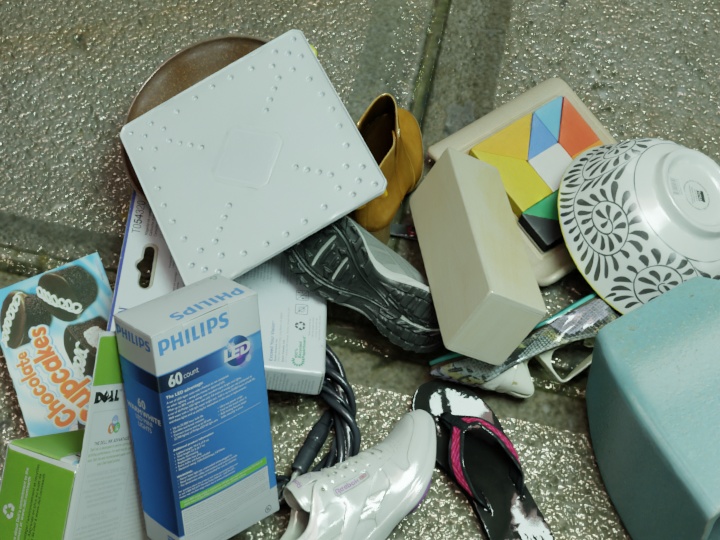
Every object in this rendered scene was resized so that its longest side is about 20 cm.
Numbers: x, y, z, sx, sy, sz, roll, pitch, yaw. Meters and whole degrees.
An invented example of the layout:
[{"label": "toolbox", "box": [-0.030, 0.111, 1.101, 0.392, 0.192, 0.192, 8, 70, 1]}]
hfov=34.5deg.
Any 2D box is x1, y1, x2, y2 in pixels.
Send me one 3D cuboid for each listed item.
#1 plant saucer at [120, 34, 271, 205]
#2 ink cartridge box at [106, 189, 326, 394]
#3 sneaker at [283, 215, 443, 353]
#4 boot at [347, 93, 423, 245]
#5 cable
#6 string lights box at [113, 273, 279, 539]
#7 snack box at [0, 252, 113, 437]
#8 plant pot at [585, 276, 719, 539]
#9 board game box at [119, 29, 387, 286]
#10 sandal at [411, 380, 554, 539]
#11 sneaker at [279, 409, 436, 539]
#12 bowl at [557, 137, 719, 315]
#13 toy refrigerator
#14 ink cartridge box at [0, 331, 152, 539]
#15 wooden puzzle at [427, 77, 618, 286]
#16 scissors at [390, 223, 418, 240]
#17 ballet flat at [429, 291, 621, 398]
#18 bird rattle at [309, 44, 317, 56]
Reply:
[{"label": "plant saucer", "box": [-0.133, -0.132, 1.115, 0.197, 0.037, 0.204, -5, 65, 12]}, {"label": "ink cartridge box", "box": [-0.129, 0.017, 1.088, 0.196, 0.044, 0.199, 7, 48, -7]}, {"label": "sneaker", "box": [0.000, 0.000, 1.093, 0.199, 0.079, 0.074, 39, 102, -13]}, {"label": "boot", "box": [0.027, -0.127, 1.143, 0.069, 0.145, 0.204, 10, 55, 6]}, {"label": "cable", "box": [-0.085, 0.119, 1.070, 0.160, 0.051, 0.203, -9, 62, -6]}, {"label": "string lights box", "box": [-0.127, 0.118, 0.926, 0.102, 0.203, 0.059, -22, 29, -37]}, {"label": "snack box", "box": [-0.267, 0.092, 1.086, 0.115, 0.037, 0.202, -21, 65, -12]}, {"label": "plant pot", "box": [0.299, 0.128, 1.004, 0.194, 0.198, 0.201, -26, 56, -15]}, {"label": "board game box", "box": [-0.100, -0.098, 1.058, 0.198, 0.026, 0.202, -29, 63, 1]}, {"label": "sandal", "box": [0.115, 0.179, 1.046, 0.074, 0.045, 0.201, -25, 66, -14]}, {"label": "sneaker", "box": [-0.005, 0.192, 1.005, 0.100, 0.075, 0.201, 43, 65, -12]}, {"label": "bowl", "box": [0.296, -0.056, 1.108, 0.198, 0.094, 0.204, 13, 59, -22]}, {"label": "toy refrigerator", "box": [0.107, -0.016, 1.076, 0.069, 0.076, 0.202, 19, 36, -25]}, {"label": "ink cartridge box", "box": [-0.215, 0.142, 0.950, 0.075, 0.147, 0.204, 11, 92, 23]}, {"label": "wooden puzzle", "box": [0.195, -0.101, 1.193, 0.184, 0.037, 0.201, -31, 67, -21]}, {"label": "scissors", "box": [0.067, -0.042, 1.182, 0.197, 0.014, 0.074, 19, 64, 10]}, {"label": "ballet flat", "box": [0.163, 0.080, 1.091, 0.198, 0.072, 0.073, -21, 65, -11]}, {"label": "bird rattle", "box": [-0.120, -0.151, 1.206, 0.163, 0.113, 0.200, 38, 80, 30]}]
